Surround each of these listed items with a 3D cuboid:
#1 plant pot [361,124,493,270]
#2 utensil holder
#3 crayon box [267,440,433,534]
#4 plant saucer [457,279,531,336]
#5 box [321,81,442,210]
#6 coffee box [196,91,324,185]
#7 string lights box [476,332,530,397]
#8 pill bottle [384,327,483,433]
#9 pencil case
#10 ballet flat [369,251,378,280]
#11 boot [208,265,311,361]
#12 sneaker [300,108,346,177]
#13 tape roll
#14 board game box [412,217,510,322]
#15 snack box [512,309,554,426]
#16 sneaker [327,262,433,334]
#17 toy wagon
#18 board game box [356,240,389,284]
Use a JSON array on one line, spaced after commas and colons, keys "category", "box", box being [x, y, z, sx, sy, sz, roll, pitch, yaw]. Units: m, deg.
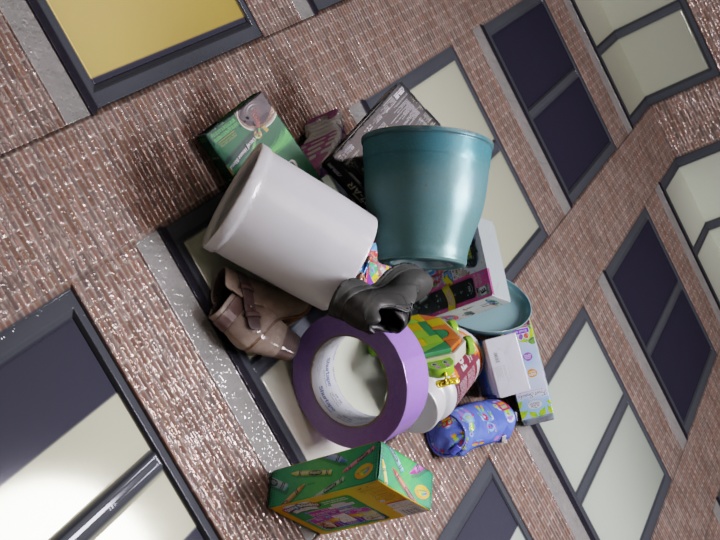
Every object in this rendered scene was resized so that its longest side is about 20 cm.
[{"category": "plant pot", "box": [0.094, -0.100, 1.672, 0.200, 0.199, 0.189, 13, 79, -51]}, {"category": "utensil holder", "box": [-0.098, -0.059, 1.600, 0.199, 0.170, 0.170, 29, 45, -14]}, {"category": "crayon box", "box": [-0.015, 0.301, 1.539, 0.119, 0.199, 0.058, 37, 45, -38]}, {"category": "plant saucer", "box": [0.212, 0.061, 2.052, 0.200, 0.199, 0.028, -50, 156, -53]}, {"category": "box", "box": [0.056, -0.182, 1.802, 0.160, 0.043, 0.200, 45, 60, -11]}, {"category": "coffee box", "box": [-0.144, -0.158, 1.713, 0.123, 0.044, 0.200, -40, 108, -22]}, {"category": "string lights box", "box": [0.242, 0.171, 2.001, 0.200, 0.059, 0.103, 122, -47, -83]}, {"category": "pill bottle", "box": [0.123, 0.182, 1.879, 0.114, 0.114, 0.200, 62, 33, -9]}, {"category": "pencil case", "box": [0.197, 0.276, 1.962, 0.200, 0.078, 0.087, -3, 51, -54]}, {"category": "ballet flat", "box": [-0.032, -0.062, 1.801, 0.067, 0.067, 0.200, -34, 83, -31]}, {"category": "boot", "box": [-0.147, 0.039, 1.631, 0.146, 0.070, 0.200, 35, 33, -24]}, {"category": "sneaker", "box": [-0.052, -0.192, 1.862, 0.200, 0.080, 0.089, -79, 147, -60]}, {"category": "tape roll", "box": [-0.001, 0.156, 1.641, 0.066, 0.200, 0.201, -15, 84, -57]}, {"category": "board game box", "box": [0.146, 0.011, 1.931, 0.064, 0.200, 0.148, 14, 60, -50]}, {"category": "snack box", "box": [0.314, 0.188, 2.133, 0.169, 0.067, 0.201, 47, 31, -75]}, {"category": "sneaker", "box": [0.044, 0.049, 1.579, 0.091, 0.076, 0.200, 36, 35, 28]}, {"category": "toy wagon", "box": [0.106, 0.128, 1.811, 0.200, 0.155, 0.040, -134, -144, -62]}, {"category": "board game box", "box": [0.000, 0.000, 1.747, 0.158, 0.039, 0.200, -47, 122, -34]}]
